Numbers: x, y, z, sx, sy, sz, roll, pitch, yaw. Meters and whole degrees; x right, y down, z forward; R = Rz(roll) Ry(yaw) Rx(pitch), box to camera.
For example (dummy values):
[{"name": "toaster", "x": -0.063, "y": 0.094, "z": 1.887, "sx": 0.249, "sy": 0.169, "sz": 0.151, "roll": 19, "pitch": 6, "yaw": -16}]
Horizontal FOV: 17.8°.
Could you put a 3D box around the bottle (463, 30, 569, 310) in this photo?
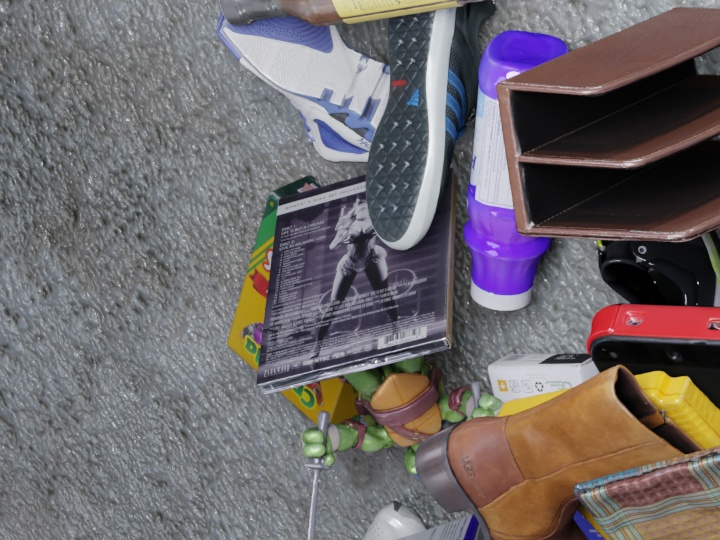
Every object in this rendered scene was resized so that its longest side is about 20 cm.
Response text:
[{"name": "bottle", "x": 0.111, "y": -0.069, "z": 1.662, "sx": 0.065, "sy": 0.084, "sz": 0.201, "roll": 9, "pitch": 120, "yaw": 9}]

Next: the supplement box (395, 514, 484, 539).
[{"name": "supplement box", "x": 0.019, "y": 0.281, "z": 1.835, "sx": 0.199, "sy": 0.103, "sz": 0.102, "roll": -19, "pitch": 99, "yaw": 12}]

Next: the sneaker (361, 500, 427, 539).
[{"name": "sneaker", "x": 0.010, "y": 0.281, "z": 1.925, "sx": 0.074, "sy": 0.087, "sz": 0.201, "roll": 36, "pitch": 129, "yaw": 30}]

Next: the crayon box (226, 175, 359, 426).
[{"name": "crayon box", "x": -0.039, "y": 0.040, "z": 1.888, "sx": 0.127, "sy": 0.051, "sz": 0.201, "roll": 39, "pitch": 132, "yaw": 26}]

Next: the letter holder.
[{"name": "letter holder", "x": 0.207, "y": -0.095, "z": 1.466, "sx": 0.141, "sy": 0.199, "sz": 0.101, "roll": 6, "pitch": 113, "yaw": 43}]

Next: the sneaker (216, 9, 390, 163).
[{"name": "sneaker", "x": -0.028, "y": -0.134, "z": 1.736, "sx": 0.199, "sy": 0.081, "sz": 0.115, "roll": 33, "pitch": 158, "yaw": -9}]

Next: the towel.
[{"name": "towel", "x": 0.254, "y": 0.192, "z": 1.576, "sx": 0.146, "sy": 0.022, "sz": 0.200, "roll": -19, "pitch": 131, "yaw": 28}]

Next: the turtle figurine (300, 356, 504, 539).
[{"name": "turtle figurine", "x": 0.026, "y": 0.101, "z": 1.736, "sx": 0.143, "sy": 0.200, "sz": 0.195, "roll": -7, "pitch": 118, "yaw": 34}]

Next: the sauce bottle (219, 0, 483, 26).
[{"name": "sauce bottle", "x": -0.005, "y": -0.206, "z": 1.617, "sx": 0.198, "sy": 0.065, "sz": 0.065, "roll": -6, "pitch": 106, "yaw": 22}]

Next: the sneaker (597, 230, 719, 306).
[{"name": "sneaker", "x": 0.195, "y": -0.031, "z": 1.594, "sx": 0.072, "sy": 0.083, "sz": 0.201, "roll": -36, "pitch": 82, "yaw": 47}]

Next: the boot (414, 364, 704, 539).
[{"name": "boot", "x": 0.166, "y": 0.150, "z": 1.609, "sx": 0.199, "sy": 0.069, "sz": 0.189, "roll": -23, "pitch": 117, "yaw": 40}]

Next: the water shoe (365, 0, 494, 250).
[{"name": "water shoe", "x": 0.059, "y": -0.112, "z": 1.659, "sx": 0.071, "sy": 0.079, "sz": 0.202, "roll": 10, "pitch": 93, "yaw": 50}]

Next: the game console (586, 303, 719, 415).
[{"name": "game console", "x": 0.263, "y": 0.091, "z": 1.563, "sx": 0.199, "sy": 0.031, "sz": 0.177, "roll": 2, "pitch": 140, "yaw": 37}]

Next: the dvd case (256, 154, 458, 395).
[{"name": "dvd case", "x": 0.000, "y": 0.000, "z": 1.701, "sx": 0.148, "sy": 0.201, "sz": 0.016, "roll": -15, "pitch": 132, "yaw": 18}]

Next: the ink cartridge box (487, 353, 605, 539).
[{"name": "ink cartridge box", "x": 0.162, "y": 0.162, "z": 1.754, "sx": 0.094, "sy": 0.037, "sz": 0.202, "roll": -2, "pitch": 104, "yaw": 45}]

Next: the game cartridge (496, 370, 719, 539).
[{"name": "game cartridge", "x": 0.216, "y": 0.153, "z": 1.628, "sx": 0.200, "sy": 0.033, "sz": 0.176, "roll": 44, "pitch": 145, "yaw": -24}]
